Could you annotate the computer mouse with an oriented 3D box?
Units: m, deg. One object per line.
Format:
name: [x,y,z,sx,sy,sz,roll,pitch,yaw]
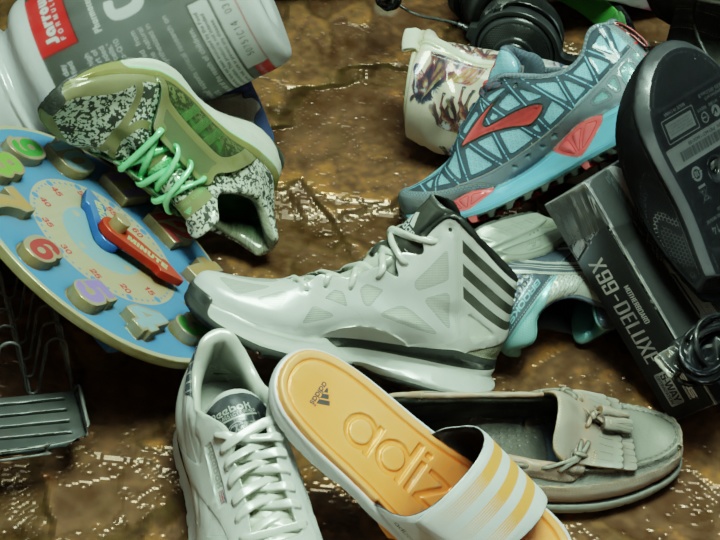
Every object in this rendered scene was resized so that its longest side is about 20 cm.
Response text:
computer mouse: [0.200,-0.038,1.453,0.138,0.201,0.053,-24,8,-36]

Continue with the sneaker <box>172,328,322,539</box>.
sneaker: [-0.062,0.125,1.350,0.076,0.081,0.200,-9,47,-20]

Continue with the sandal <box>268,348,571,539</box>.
sandal: [0.039,0.115,1.338,0.206,0.059,0.079,38,60,-9]

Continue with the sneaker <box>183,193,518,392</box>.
sneaker: [0.000,0.000,1.439,0.199,0.116,0.076,13,13,-16]

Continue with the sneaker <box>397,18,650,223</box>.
sneaker: [0.104,-0.096,1.552,0.096,0.199,0.079,64,19,1]

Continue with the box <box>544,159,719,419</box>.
box: [0.232,-0.021,1.522,0.200,0.050,0.158,-30,90,-35]

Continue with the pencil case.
pencil case: [0.121,-0.108,1.617,0.199,0.090,0.078,14,37,13]

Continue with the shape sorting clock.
shape sorting clock: [-0.155,-0.017,1.449,0.200,0.039,0.200,37,18,-14]

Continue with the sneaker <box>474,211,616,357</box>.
sneaker: [0.147,0.003,1.538,0.199,0.078,0.087,-20,69,-27]

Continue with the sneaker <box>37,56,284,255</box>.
sneaker: [-0.112,-0.066,1.496,0.200,0.077,0.089,23,34,-43]

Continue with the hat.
hat: [0.253,-0.128,1.667,0.200,0.081,0.201,31,1,-1]

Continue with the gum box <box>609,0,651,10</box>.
gum box: [0.185,-0.258,1.726,0.199,0.114,0.066,6,42,-46]

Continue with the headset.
headset: [0.107,-0.191,1.710,0.199,0.094,0.124,5,41,-22]

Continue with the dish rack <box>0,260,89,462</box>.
dish rack: [-0.240,0.039,1.423,0.152,0.055,0.200,-6,37,-14]

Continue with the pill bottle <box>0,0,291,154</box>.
pill bottle: [-0.155,-0.143,1.549,0.199,0.114,0.114,-26,46,6]

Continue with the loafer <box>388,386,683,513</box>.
loafer: [0.099,0.100,1.415,0.199,0.063,0.072,-2,43,-12]

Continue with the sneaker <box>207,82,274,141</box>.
sneaker: [-0.115,-0.148,1.631,0.075,0.088,0.200,-13,48,-25]
